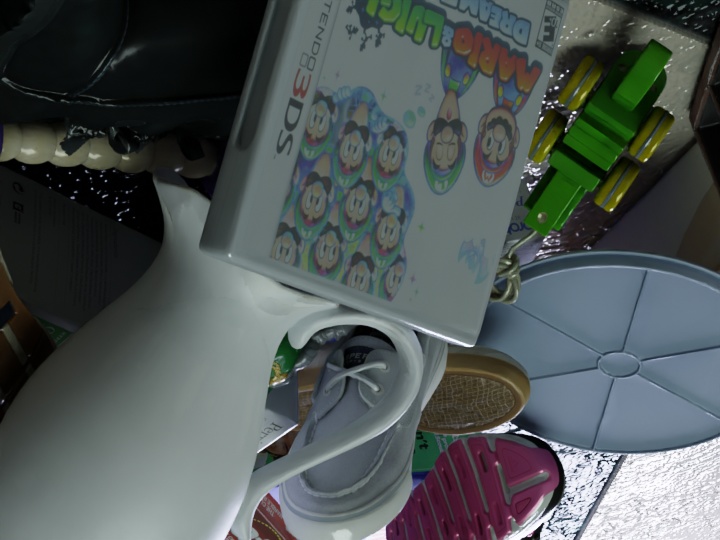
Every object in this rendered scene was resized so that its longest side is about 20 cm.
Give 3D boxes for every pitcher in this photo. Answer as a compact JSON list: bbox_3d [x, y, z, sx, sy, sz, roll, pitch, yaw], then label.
[{"bbox_3d":[-0.077,0.078,1.038,0.171,0.121,0.201,31,92,-15],"label":"pitcher"}]

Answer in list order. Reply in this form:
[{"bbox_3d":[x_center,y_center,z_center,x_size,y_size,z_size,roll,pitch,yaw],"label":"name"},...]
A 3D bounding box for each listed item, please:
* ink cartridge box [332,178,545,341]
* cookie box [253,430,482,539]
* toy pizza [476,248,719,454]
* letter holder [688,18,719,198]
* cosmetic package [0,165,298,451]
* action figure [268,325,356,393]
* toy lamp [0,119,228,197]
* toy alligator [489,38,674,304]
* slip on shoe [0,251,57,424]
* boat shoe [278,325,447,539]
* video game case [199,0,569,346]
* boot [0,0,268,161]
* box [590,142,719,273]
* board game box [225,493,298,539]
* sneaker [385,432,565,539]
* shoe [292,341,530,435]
[{"bbox_3d":[0.000,0.000,1.252,0.198,0.045,0.094,-8,151,-18],"label":"ink cartridge box"},{"bbox_3d":[-0.034,0.153,1.496,0.198,0.076,0.171,-2,149,-28],"label":"cookie box"},{"bbox_3d":[0.156,0.045,1.291,0.198,0.032,0.201,6,142,4],"label":"toy pizza"},{"bbox_3d":[0.302,-0.072,1.178,0.198,0.143,0.101,-13,154,-9],"label":"letter holder"},{"bbox_3d":[-0.139,0.038,1.145,0.199,0.085,0.107,26,133,-31],"label":"cosmetic package"},{"bbox_3d":[-0.018,-0.002,1.112,0.201,0.055,0.118,-54,141,-7],"label":"action figure"},{"bbox_3d":[-0.138,-0.059,1.040,0.199,0.059,0.058,4,147,-35],"label":"toy lamp"},{"bbox_3d":[0.122,-0.061,1.185,0.054,0.059,0.201,-52,175,-48],"label":"toy alligator"},{"bbox_3d":[-0.197,0.031,1.023,0.076,0.060,0.201,-48,154,-21],"label":"slip on shoe"},{"bbox_3d":[0.005,0.065,1.143,0.071,0.200,0.069,6,124,21],"label":"boat shoe"},{"bbox_3d":[0.018,-0.072,0.996,0.024,0.184,0.199,12,175,38],"label":"video game case"},{"bbox_3d":[-0.093,-0.116,0.940,0.161,0.074,0.198,0,154,-29],"label":"boot"},{"bbox_3d":[0.211,-0.004,1.330,0.094,0.078,0.200,-1,150,-29],"label":"box"},{"bbox_3d":[-0.101,0.155,1.381,0.102,0.020,0.200,-17,126,35],"label":"board game box"},{"bbox_3d":[0.090,0.153,1.409,0.087,0.074,0.200,-6,158,-28],"label":"sneaker"},{"bbox_3d":[0.017,0.060,1.293,0.199,0.054,0.070,-5,141,36],"label":"shoe"}]
